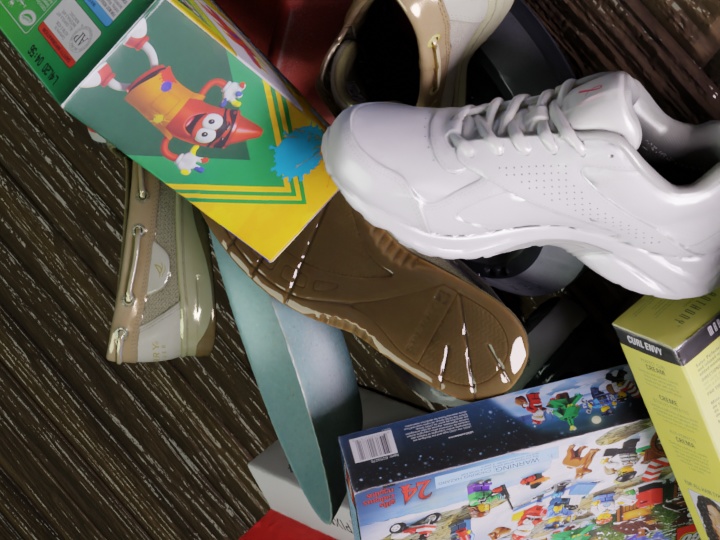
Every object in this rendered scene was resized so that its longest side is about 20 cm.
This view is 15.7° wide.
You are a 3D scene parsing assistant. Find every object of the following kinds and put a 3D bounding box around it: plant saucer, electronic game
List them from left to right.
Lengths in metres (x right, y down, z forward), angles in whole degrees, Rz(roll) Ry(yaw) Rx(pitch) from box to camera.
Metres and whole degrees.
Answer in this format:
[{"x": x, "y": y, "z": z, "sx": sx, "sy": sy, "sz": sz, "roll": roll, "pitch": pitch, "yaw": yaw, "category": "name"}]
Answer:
[{"x": -0.073, "y": -0.169, "z": 1.380, "sx": 0.201, "sy": 0.037, "sz": 0.200, "roll": 58, "pitch": 160, "yaw": 17, "category": "plant saucer"}, {"x": -0.036, "y": 0.039, "z": 1.438, "sx": 0.201, "sy": 0.038, "sz": 0.202, "roll": 160, "pitch": 90, "yaw": -80, "category": "plant saucer"}, {"x": 0.052, "y": -0.077, "z": 1.327, "sx": 0.200, "sy": 0.042, "sz": 0.201, "roll": 39, "pitch": 147, "yaw": 32, "category": "electronic game"}]

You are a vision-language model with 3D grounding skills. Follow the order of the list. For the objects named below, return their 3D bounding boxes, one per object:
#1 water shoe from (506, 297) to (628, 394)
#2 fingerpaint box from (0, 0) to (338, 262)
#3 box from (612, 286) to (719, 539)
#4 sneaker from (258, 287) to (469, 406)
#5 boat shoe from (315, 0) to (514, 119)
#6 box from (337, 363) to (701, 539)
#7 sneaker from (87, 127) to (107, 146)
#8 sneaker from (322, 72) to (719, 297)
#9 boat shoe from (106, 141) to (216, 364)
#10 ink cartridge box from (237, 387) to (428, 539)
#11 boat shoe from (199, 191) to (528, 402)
[{"x": 0.104, "y": 0.092, "z": 1.449, "sx": 0.079, "sy": 0.071, "sz": 0.200, "roll": 40, "pitch": 157, "yaw": 14, "category": "water shoe"}, {"x": -0.112, "y": -0.115, "z": 1.262, "sx": 0.167, "sy": 0.073, "sz": 0.200, "roll": 37, "pitch": -171, "yaw": -47, "category": "fingerpaint box"}, {"x": 0.193, "y": 0.088, "z": 1.276, "sx": 0.050, "sy": 0.075, "sz": 0.201, "roll": 22, "pitch": 145, "yaw": 53, "category": "box"}, {"x": 0.007, "y": -0.012, "z": 1.489, "sx": 0.199, "sy": 0.078, "sz": 0.100, "roll": 30, "pitch": 144, "yaw": 23, "category": "sneaker"}, {"x": 0.013, "y": -0.097, "z": 1.254, "sx": 0.074, "sy": 0.066, "sz": 0.200, "roll": 49, "pitch": 152, "yaw": 16, "category": "boat shoe"}, {"x": 0.093, "y": 0.115, "z": 1.350, "sx": 0.137, "sy": 0.199, "sz": 0.038, "roll": 81, "pitch": 173, "yaw": -51, "category": "box"}, {"x": -0.142, "y": -0.129, "z": 1.573, "sx": 0.094, "sy": 0.070, "sz": 0.199, "roll": 52, "pitch": 161, "yaw": -18, "category": "sneaker"}, {"x": 0.084, "y": -0.056, "z": 1.175, "sx": 0.199, "sy": 0.078, "sz": 0.100, "roll": 9, "pitch": 137, "yaw": -9, "category": "sneaker"}, {"x": -0.121, "y": -0.050, "z": 1.456, "sx": 0.073, "sy": 0.063, "sz": 0.202, "roll": 153, "pitch": 111, "yaw": -81, "category": "boat shoe"}, {"x": -0.006, "y": 0.158, "z": 1.617, "sx": 0.200, "sy": 0.176, "sz": 0.045, "roll": 16, "pitch": 140, "yaw": 53, "category": "ink cartridge box"}, {"x": 0.000, "y": 0.000, "z": 1.347, "sx": 0.200, "sy": 0.073, "sz": 0.065, "roll": 39, "pitch": -176, "yaw": 7, "category": "boat shoe"}]
